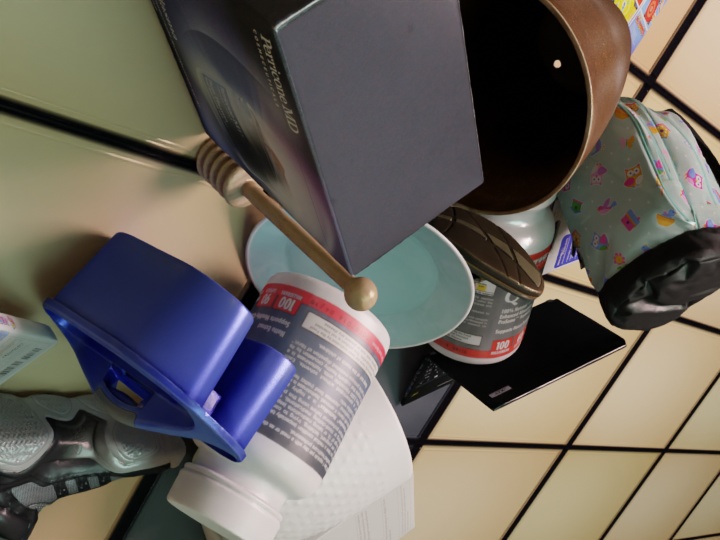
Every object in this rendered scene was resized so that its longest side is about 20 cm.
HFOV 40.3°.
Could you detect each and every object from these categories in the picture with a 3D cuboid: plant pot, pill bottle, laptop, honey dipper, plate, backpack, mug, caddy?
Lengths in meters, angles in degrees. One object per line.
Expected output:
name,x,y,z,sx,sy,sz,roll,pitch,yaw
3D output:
plant pot,0.147,-0.170,0.818,0.199,0.185,0.189,-33,144,-46
pill bottle,0.125,-0.018,0.961,0.115,0.116,0.203,-18,134,-34
laptop,0.158,0.112,1.060,0.175,0.104,0.201,-20,156,-23
honey dipper,-0.054,-0.033,0.695,0.038,0.200,0.038,-25,137,-26
plate,0.000,0.000,0.833,0.202,0.196,0.026,75,22,-48
backpack,0.263,-0.066,0.911,0.125,0.203,0.166,10,146,-41
mug,-0.070,0.150,0.910,0.174,0.147,0.203,-27,109,-18
pill bottle,-0.069,0.115,0.794,0.202,0.118,0.120,-62,148,-20
caddy,-0.143,0.062,0.700,0.105,0.198,0.142,-51,136,-18

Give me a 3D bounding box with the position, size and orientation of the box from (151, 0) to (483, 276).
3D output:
box,-0.036,-0.141,0.619,0.123,0.198,0.201,-36,141,-15

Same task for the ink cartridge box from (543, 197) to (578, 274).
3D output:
ink cartridge box,0.247,-0.060,1.047,0.198,0.037,0.096,-20,133,-39

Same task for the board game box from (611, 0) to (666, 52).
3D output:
board game box,0.242,-0.305,0.875,0.136,0.034,0.200,-55,144,-6

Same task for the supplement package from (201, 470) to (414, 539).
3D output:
supplement package,-0.053,0.256,1.022,0.198,0.117,0.118,-30,142,-23

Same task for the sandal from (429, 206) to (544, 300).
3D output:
sandal,0.065,-0.019,0.857,0.082,0.197,0.055,-73,-177,-57

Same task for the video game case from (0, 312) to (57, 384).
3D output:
video game case,-0.286,0.072,0.613,0.142,0.018,0.200,-36,171,-2

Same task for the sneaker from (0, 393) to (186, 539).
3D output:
sneaker,-0.242,0.163,0.788,0.198,0.076,0.115,13,114,-44
